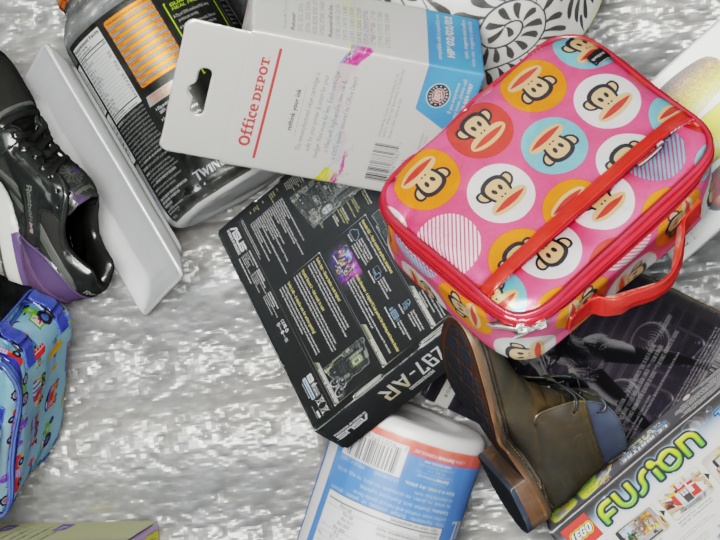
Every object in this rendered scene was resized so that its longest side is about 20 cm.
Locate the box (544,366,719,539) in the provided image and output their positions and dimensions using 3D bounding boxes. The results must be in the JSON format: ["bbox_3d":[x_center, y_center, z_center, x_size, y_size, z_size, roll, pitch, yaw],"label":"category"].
[{"bbox_3d":[0.242,0.156,1.401,0.200,0.035,0.110,-41,104,8],"label":"box"}]

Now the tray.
[{"bbox_3d":[-0.190,-0.069,1.460,0.022,0.107,0.201,-29,86,-26],"label":"tray"}]

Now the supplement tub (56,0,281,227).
[{"bbox_3d":[-0.135,-0.143,1.426,0.122,0.123,0.201,-31,87,9],"label":"supplement tub"}]

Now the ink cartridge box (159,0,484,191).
[{"bbox_3d":[-0.028,-0.125,1.315,0.199,0.068,0.116,10,131,-10],"label":"ink cartridge box"}]

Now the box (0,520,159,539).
[{"bbox_3d":[-0.264,0.246,1.433,0.199,0.176,0.097,-2,91,9],"label":"box"}]

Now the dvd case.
[{"bbox_3d":[0.162,0.065,1.397,0.199,0.016,0.149,25,101,-15],"label":"dvd case"}]

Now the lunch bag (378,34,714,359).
[{"bbox_3d":[0.129,-0.040,1.262,0.200,0.082,0.176,-41,64,-15],"label":"lunch bag"}]

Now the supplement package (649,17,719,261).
[{"bbox_3d":[0.262,-0.109,1.367,0.200,0.110,0.114,-43,85,8],"label":"supplement package"}]

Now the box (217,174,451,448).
[{"bbox_3d":[0.000,0.000,1.392,0.160,0.043,0.200,-39,52,13],"label":"box"}]

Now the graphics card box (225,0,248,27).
[{"bbox_3d":[-0.085,-0.230,1.414,0.051,0.125,0.201,-32,86,7],"label":"graphics card box"}]

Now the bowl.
[{"bbox_3d":[0.074,-0.236,1.363,0.199,0.094,0.202,-2,64,4],"label":"bowl"}]

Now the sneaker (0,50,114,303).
[{"bbox_3d":[-0.233,-0.074,1.448,0.087,0.076,0.201,-6,108,38],"label":"sneaker"}]

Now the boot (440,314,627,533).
[{"bbox_3d":[0.120,0.085,1.341,0.097,0.201,0.075,-30,42,-10],"label":"boot"}]

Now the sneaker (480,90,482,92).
[{"bbox_3d":[0.090,-0.163,1.411,0.199,0.079,0.096,24,93,8],"label":"sneaker"}]

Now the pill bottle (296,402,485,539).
[{"bbox_3d":[0.010,0.199,1.419,0.112,0.112,0.201,19,96,8],"label":"pill bottle"}]

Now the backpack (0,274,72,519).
[{"bbox_3d":[-0.307,0.108,1.406,0.134,0.200,0.184,16,116,8],"label":"backpack"}]
